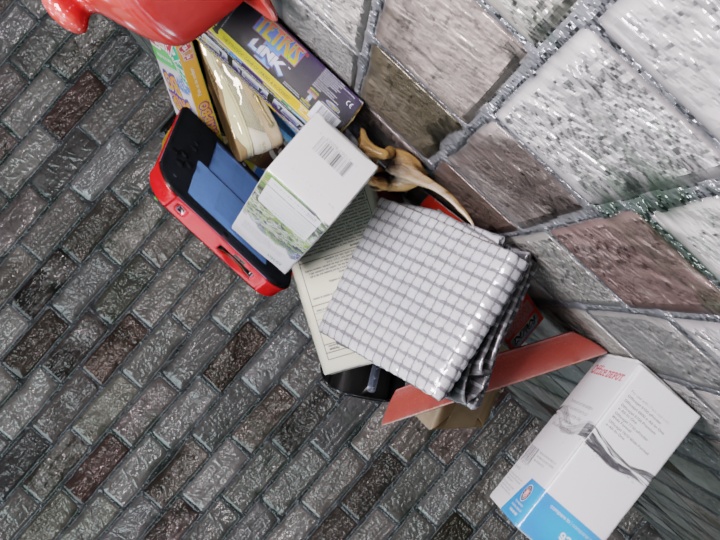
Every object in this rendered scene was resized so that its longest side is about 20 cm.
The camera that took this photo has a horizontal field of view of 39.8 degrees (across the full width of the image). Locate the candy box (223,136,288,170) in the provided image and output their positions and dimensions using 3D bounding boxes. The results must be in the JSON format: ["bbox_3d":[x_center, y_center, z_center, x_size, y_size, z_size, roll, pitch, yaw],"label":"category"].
[{"bbox_3d":[-0.102,-0.157,1.420,0.200,0.116,0.055,44,176,-33],"label":"candy box"}]

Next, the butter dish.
[{"bbox_3d":[-0.193,-0.254,0.790,0.200,0.148,0.200,41,177,25],"label":"butter dish"}]

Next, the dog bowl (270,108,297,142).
[{"bbox_3d":[-0.077,-0.189,1.236,0.111,0.050,0.200,42,178,10],"label":"dog bowl"}]

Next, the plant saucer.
[{"bbox_3d":[0.140,0.118,1.107,0.200,0.197,0.037,-36,69,61],"label":"plant saucer"}]

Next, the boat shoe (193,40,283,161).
[{"bbox_3d":[-0.144,-0.228,1.132,0.072,0.064,0.203,145,105,-78],"label":"boat shoe"}]

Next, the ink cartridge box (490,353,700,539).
[{"bbox_3d":[0.235,0.193,1.020,0.083,0.201,0.145,39,178,-1],"label":"ink cartridge box"}]

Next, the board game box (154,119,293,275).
[{"bbox_3d":[-0.159,-0.093,1.246,0.198,0.040,0.154,30,-155,-24],"label":"board game box"}]

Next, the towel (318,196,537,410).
[{"bbox_3d":[0.069,0.031,0.991,0.199,0.167,0.085,24,172,43],"label":"towel"}]

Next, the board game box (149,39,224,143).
[{"bbox_3d":[-0.210,-0.229,1.175,0.096,0.030,0.202,46,162,38],"label":"board game box"}]

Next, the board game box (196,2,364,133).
[{"bbox_3d":[-0.094,-0.212,1.014,0.200,0.057,0.165,42,180,-10],"label":"board game box"}]

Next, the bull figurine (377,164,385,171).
[{"bbox_3d":[-0.007,-0.097,1.290,0.119,0.066,0.200,5,166,2],"label":"bull figurine"}]

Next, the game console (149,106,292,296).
[{"bbox_3d":[-0.146,-0.079,1.121,0.200,0.031,0.178,45,-152,-24],"label":"game console"}]

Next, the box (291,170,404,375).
[{"bbox_3d":[0.000,0.000,1.150,0.109,0.126,0.203,-27,-80,-71],"label":"box"}]

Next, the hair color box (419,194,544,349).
[{"bbox_3d":[0.130,0.008,1.146,0.111,0.064,0.200,41,176,36],"label":"hair color box"}]

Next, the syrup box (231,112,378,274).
[{"bbox_3d":[-0.061,-0.070,0.991,0.079,0.082,0.200,41,160,-4],"label":"syrup box"}]

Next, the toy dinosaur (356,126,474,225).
[{"bbox_3d":[0.044,-0.098,0.983,0.104,0.061,0.200,13,-171,-12],"label":"toy dinosaur"}]

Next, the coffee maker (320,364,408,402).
[{"bbox_3d":[0.009,0.052,1.285,0.189,0.204,0.135,17,-169,10],"label":"coffee maker"}]

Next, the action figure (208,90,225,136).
[{"bbox_3d":[-0.170,-0.243,1.254,0.202,0.101,0.119,59,173,-10],"label":"action figure"}]

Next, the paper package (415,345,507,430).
[{"bbox_3d":[0.109,0.092,1.378,0.102,0.193,0.200,5,-156,-37],"label":"paper package"}]
